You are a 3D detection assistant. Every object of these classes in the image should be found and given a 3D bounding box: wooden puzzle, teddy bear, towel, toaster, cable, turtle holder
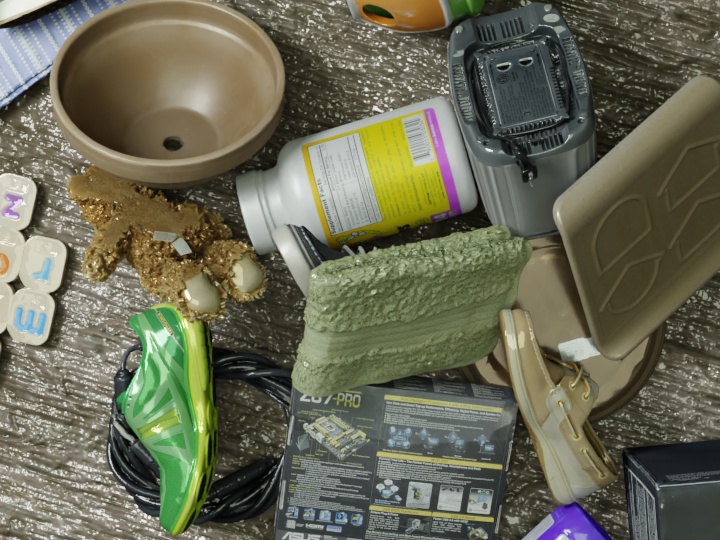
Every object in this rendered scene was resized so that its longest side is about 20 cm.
[{"bbox_3d":[0.243,-0.045,1.329,0.185,0.201,0.046,-41,47,-13],"label":"wooden puzzle"},{"bbox_3d":[-0.172,-0.018,1.368,0.199,0.145,0.067,24,135,14],"label":"teddy bear"},{"bbox_3d":[-0.316,-0.239,1.427,0.199,0.024,0.145,-34,89,2],"label":"towel"},{"bbox_3d":[0.142,-0.116,1.325,0.113,0.130,0.201,-14,51,4],"label":"toaster"},{"bbox_3d":[0.042,0.036,1.312,0.198,0.037,0.149,-9,135,-22],"label":"towel"},{"bbox_3d":[-0.131,0.150,1.417,0.198,0.051,0.165,9,93,2],"label":"cable"},{"bbox_3d":[0.035,-0.293,1.343,0.131,0.141,0.187,-21,92,4],"label":"turtle holder"}]

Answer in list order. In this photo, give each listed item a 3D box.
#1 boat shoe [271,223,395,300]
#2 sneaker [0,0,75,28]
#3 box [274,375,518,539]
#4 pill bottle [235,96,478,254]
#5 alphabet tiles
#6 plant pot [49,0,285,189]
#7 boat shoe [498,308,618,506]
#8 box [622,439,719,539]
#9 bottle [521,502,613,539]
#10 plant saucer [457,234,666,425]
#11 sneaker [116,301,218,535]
[{"bbox_3d":[0.000,0.000,1.342,0.092,0.200,0.075,-32,58,5],"label":"boat shoe"},{"bbox_3d":[-0.249,-0.288,1.378,0.199,0.067,0.091,-21,94,5],"label":"sneaker"},{"bbox_3d":[0.029,0.174,1.387,0.198,0.049,0.163,6,106,-3],"label":"box"},{"bbox_3d":[-0.004,-0.076,1.374,0.198,0.104,0.105,-16,92,4],"label":"pill bottle"},{"bbox_3d":[-0.371,0.000,1.440,0.198,0.015,0.197,13,93,2],"label":"alphabet tiles"},{"bbox_3d":[-0.164,-0.136,1.364,0.199,0.093,0.202,1,52,-2],"label":"plant pot"},{"bbox_3d":[0.172,0.111,1.355,0.069,0.074,0.201,-18,120,9],"label":"boat shoe"},{"bbox_3d":[0.300,0.256,1.325,0.122,0.198,0.202,-5,93,1],"label":"box"},{"bbox_3d":[0.143,0.299,1.400,0.200,0.065,0.084,-44,102,4],"label":"bottle"},{"bbox_3d":[0.176,0.044,1.408,0.198,0.029,0.202,0,92,2],"label":"plant saucer"},{"bbox_3d":[-0.167,0.127,1.365,0.083,0.074,0.202,-2,87,5],"label":"sneaker"}]
